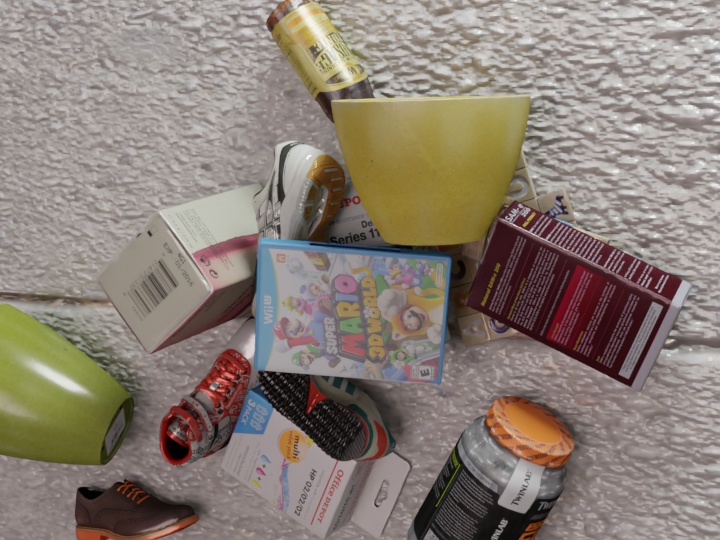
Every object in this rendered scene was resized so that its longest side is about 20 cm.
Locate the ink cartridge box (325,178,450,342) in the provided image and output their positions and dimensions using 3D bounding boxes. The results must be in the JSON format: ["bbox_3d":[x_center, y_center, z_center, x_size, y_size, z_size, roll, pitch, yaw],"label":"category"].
[{"bbox_3d":[0.000,0.000,1.502,0.146,0.083,0.202,-12,94,30],"label":"ink cartridge box"}]

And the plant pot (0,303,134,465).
[{"bbox_3d":[-0.394,0.164,1.723,0.198,0.187,0.189,21,111,8],"label":"plant pot"}]

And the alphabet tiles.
[{"bbox_3d":[0.154,-0.032,1.453,0.166,0.008,0.202,-16,93,31],"label":"alphabet tiles"}]

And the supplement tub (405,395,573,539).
[{"bbox_3d":[0.139,0.241,1.454,0.122,0.122,0.201,35,116,18],"label":"supplement tub"}]

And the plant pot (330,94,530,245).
[{"bbox_3d":[0.071,-0.101,1.365,0.198,0.200,0.143,3,98,29],"label":"plant pot"}]

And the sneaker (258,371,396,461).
[{"bbox_3d":[-0.036,0.151,1.559,0.200,0.093,0.071,41,104,38],"label":"sneaker"}]

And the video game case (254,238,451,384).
[{"bbox_3d":[-0.010,0.044,1.419,0.198,0.018,0.144,5,111,3],"label":"video game case"}]

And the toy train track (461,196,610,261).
[{"bbox_3d":[0.160,-0.050,1.422,0.199,0.032,0.116,20,110,23],"label":"toy train track"}]

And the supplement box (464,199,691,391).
[{"bbox_3d":[0.217,0.024,1.376,0.199,0.061,0.110,27,121,12],"label":"supplement box"}]

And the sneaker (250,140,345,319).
[{"bbox_3d":[-0.080,-0.043,1.459,0.087,0.075,0.201,36,114,37],"label":"sneaker"}]

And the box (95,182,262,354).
[{"bbox_3d":[-0.174,-0.005,1.530,0.128,0.200,0.109,-42,80,30],"label":"box"}]

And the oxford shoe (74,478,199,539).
[{"bbox_3d":[-0.292,0.305,1.744,0.199,0.071,0.073,-8,92,31],"label":"oxford shoe"}]

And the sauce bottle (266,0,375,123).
[{"bbox_3d":[-0.025,-0.206,1.484,0.066,0.066,0.201,-39,83,30],"label":"sauce bottle"}]

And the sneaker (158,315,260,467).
[{"bbox_3d":[-0.169,0.148,1.615,0.067,0.108,0.202,38,116,17],"label":"sneaker"}]

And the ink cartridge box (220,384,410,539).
[{"bbox_3d":[-0.054,0.227,1.591,0.199,0.068,0.116,31,114,20],"label":"ink cartridge box"}]
